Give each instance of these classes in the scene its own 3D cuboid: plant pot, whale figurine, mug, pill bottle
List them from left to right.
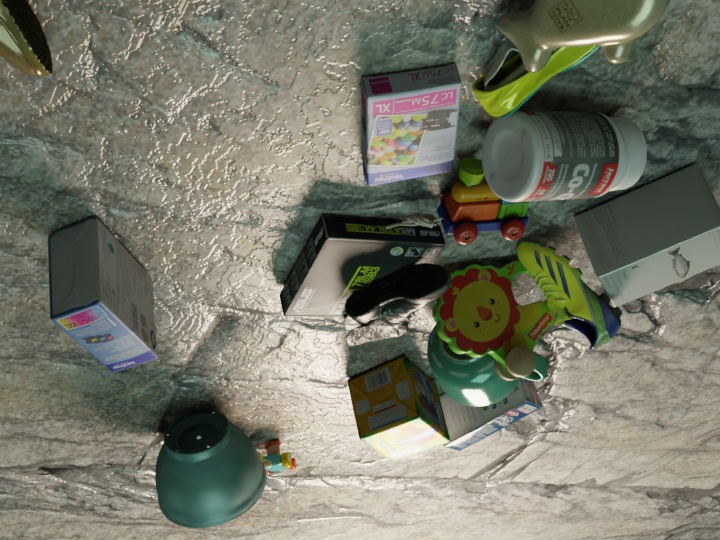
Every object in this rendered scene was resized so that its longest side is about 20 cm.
[{"bbox_3d":[-0.276,0.334,1.842,0.198,0.201,0.135,-12,120,-3],"label":"plant pot"},{"bbox_3d":[0.201,0.129,1.720,0.184,0.153,0.115,-22,145,9],"label":"mug"},{"bbox_3d":[0.266,-0.149,1.345,0.199,0.115,0.114,-5,148,-31],"label":"pill bottle"},{"bbox_3d":[0.248,-0.300,1.138,0.200,0.104,0.159,-31,100,43],"label":"whale figurine"}]

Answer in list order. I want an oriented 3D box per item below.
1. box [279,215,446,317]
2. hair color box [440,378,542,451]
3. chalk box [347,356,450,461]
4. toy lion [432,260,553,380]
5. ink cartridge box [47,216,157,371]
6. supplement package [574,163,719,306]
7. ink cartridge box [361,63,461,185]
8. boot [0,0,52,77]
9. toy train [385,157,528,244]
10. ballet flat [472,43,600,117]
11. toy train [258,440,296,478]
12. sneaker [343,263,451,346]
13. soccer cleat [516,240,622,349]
[{"bbox_3d":[0.000,0.000,1.546,0.192,0.048,0.200,1,144,-27],"label":"box"},{"bbox_3d":[0.237,0.253,1.970,0.199,0.101,0.060,-34,143,29],"label":"hair color box"},{"bbox_3d":[0.080,0.264,1.905,0.124,0.125,0.200,-24,146,16],"label":"chalk box"},{"bbox_3d":[0.220,0.061,1.632,0.200,0.192,0.069,-47,-179,-15],"label":"toy lion"},{"bbox_3d":[-0.336,0.043,1.400,0.076,0.137,0.200,-18,147,10],"label":"ink cartridge box"},{"bbox_3d":[0.445,-0.051,1.572,0.199,0.118,0.117,-24,146,15],"label":"supplement package"},{"bbox_3d":[0.062,-0.171,1.319,0.118,0.042,0.201,-10,149,-6],"label":"ink cartridge box"},{"bbox_3d":[-0.429,-0.232,1.020,0.199,0.066,0.176,-20,135,8],"label":"boot"},{"bbox_3d":[0.138,-0.103,1.418,0.198,0.085,0.116,-5,136,-14],"label":"toy train"},{"bbox_3d":[0.212,-0.256,1.229,0.067,0.067,0.200,34,128,-26],"label":"ballet flat"},{"bbox_3d":[-0.226,0.369,2.021,0.199,0.056,0.150,5,156,-34],"label":"toy train"},{"bbox_3d":[0.054,0.055,1.560,0.198,0.060,0.104,-20,146,15],"label":"sneaker"},{"bbox_3d":[0.308,0.036,1.589,0.084,0.200,0.065,-45,169,-10],"label":"soccer cleat"}]
